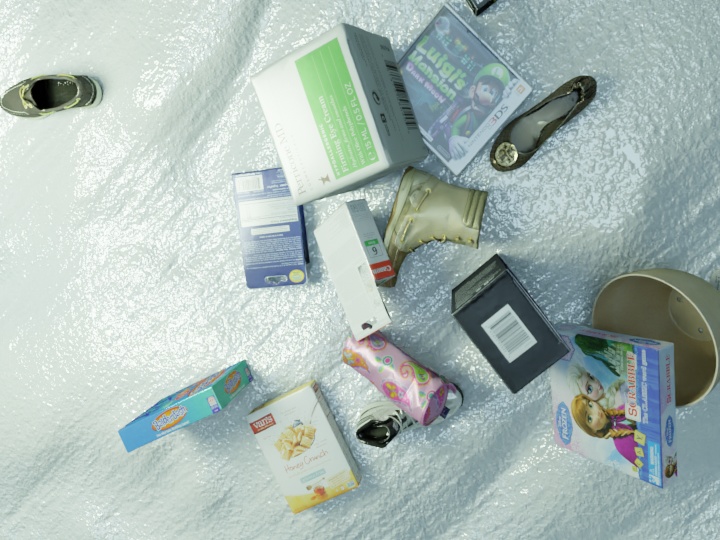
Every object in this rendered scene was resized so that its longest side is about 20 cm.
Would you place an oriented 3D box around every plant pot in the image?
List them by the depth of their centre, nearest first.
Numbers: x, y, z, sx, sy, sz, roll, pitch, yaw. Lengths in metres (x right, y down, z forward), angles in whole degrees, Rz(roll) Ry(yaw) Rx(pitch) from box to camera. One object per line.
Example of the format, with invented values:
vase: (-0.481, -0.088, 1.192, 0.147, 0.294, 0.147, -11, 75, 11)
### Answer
plant pot: (0.472, 0.083, 0.872, 0.132, 0.199, 0.206, -19, 96, -27)

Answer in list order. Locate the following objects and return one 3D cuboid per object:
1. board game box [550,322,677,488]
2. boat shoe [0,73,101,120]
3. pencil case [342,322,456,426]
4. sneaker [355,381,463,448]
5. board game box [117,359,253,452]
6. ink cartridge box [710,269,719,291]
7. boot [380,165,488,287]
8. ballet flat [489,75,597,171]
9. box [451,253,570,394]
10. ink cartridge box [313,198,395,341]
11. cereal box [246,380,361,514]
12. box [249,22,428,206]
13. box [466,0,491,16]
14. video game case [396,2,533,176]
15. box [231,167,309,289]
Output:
board game box: (0.381, 0.197, 0.893, 0.040, 0.198, 0.206, -9, 98, -28)
boat shoe: (-0.570, -0.317, 1.042, 0.195, 0.061, 0.074, -6, 97, 10)
pencil case: (0.059, 0.168, 0.956, 0.198, 0.087, 0.089, 33, 104, 31)
sneaker: (0.082, 0.256, 0.984, 0.196, 0.115, 0.078, -20, 95, 12)
board game box: (-0.305, 0.237, 1.031, 0.196, 0.152, 0.046, -26, 93, 12)
ink cartridge box: (0.646, 0.078, 0.876, 0.194, 0.084, 0.151, 1, 98, 8)
boot: (0.118, -0.052, 0.955, 0.151, 0.073, 0.206, 18, 96, 10)
ballet flat: (0.287, -0.232, 0.913, 0.198, 0.046, 0.068, -38, 90, 13)
box: (0.221, 0.072, 0.891, 0.104, 0.200, 0.149, -39, 92, 12)
ink cartridge box: (0.000, 0.000, 0.947, 0.108, 0.049, 0.205, -33, 75, 50)
cereal box: (-0.103, 0.322, 1.057, 0.141, 0.040, 0.204, -27, 93, 12)
box: (-0.025, -0.230, 0.877, 0.168, 0.199, 0.204, -18, 96, 26)
box: (0.204, -0.538, 0.885, 0.191, 0.048, 0.202, -34, 92, 15)
video game case: (0.148, -0.291, 0.941, 0.200, 0.023, 0.182, 44, 102, 2)
box: (-0.156, -0.074, 1.020, 0.117, 0.032, 0.206, -4, 96, 11)
